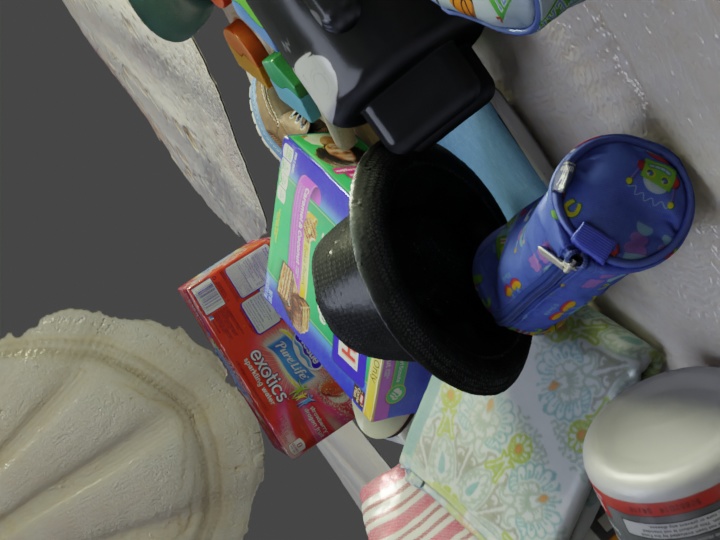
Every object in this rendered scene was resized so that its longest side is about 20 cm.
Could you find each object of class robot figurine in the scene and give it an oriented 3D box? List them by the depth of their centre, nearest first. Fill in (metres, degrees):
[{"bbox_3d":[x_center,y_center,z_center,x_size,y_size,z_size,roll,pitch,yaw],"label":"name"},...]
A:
[{"bbox_3d":[0.001,-0.173,0.760,0.200,0.124,0.150,56,161,5],"label":"robot figurine"}]

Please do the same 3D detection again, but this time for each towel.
[{"bbox_3d":[0.122,0.111,0.905,0.048,0.201,0.171,7,-161,-43],"label":"towel"},{"bbox_3d":[0.060,0.218,1.044,0.030,0.146,0.200,38,-161,-25],"label":"towel"}]

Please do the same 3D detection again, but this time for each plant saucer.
[{"bbox_3d":[-0.164,-0.305,1.075,0.200,0.036,0.201,-5,-90,-70],"label":"plant saucer"}]

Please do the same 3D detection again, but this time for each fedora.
[{"bbox_3d":[0.034,0.005,0.831,0.091,0.201,0.201,-20,108,33],"label":"fedora"}]

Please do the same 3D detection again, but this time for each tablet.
[{"bbox_3d":[0.104,-0.061,0.898,0.130,0.014,0.200,57,169,-1],"label":"tablet"}]

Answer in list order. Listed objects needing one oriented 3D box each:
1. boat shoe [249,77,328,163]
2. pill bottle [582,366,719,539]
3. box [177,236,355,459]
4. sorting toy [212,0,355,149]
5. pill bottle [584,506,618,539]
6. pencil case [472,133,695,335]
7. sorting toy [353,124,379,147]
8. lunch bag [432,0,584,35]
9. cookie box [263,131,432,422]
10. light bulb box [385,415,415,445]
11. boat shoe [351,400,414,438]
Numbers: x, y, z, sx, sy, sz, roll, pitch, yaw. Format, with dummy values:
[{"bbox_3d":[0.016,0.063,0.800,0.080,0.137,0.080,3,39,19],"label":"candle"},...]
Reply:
[{"bbox_3d":[-0.044,-0.129,1.210,0.201,0.072,0.072,61,149,12],"label":"boat shoe"},{"bbox_3d":[0.225,0.170,0.757,0.201,0.116,0.116,62,167,-22],"label":"pill bottle"},{"bbox_3d":[-0.087,0.076,1.212,0.201,0.099,0.095,59,167,-7],"label":"box"},{"bbox_3d":[-0.087,-0.206,1.015,0.200,0.036,0.185,48,170,42],"label":"sorting toy"},{"bbox_3d":[0.168,0.161,0.972,0.200,0.116,0.117,51,167,30],"label":"pill bottle"},{"bbox_3d":[0.124,-0.014,0.725,0.078,0.087,0.200,43,164,3],"label":"pencil case"},{"bbox_3d":[-0.007,-0.168,1.029,0.185,0.036,0.200,45,168,47],"label":"sorting toy"},{"bbox_3d":[0.049,-0.208,0.589,0.200,0.075,0.161,41,158,56],"label":"lunch bag"},{"bbox_3d":[0.000,0.000,1.035,0.200,0.075,0.172,45,135,44],"label":"cookie box"},{"bbox_3d":[0.025,0.063,1.272,0.201,0.124,0.198,59,169,-2],"label":"light bulb box"},{"bbox_3d":[0.038,0.060,1.134,0.063,0.071,0.201,43,-127,-69],"label":"boat shoe"}]
